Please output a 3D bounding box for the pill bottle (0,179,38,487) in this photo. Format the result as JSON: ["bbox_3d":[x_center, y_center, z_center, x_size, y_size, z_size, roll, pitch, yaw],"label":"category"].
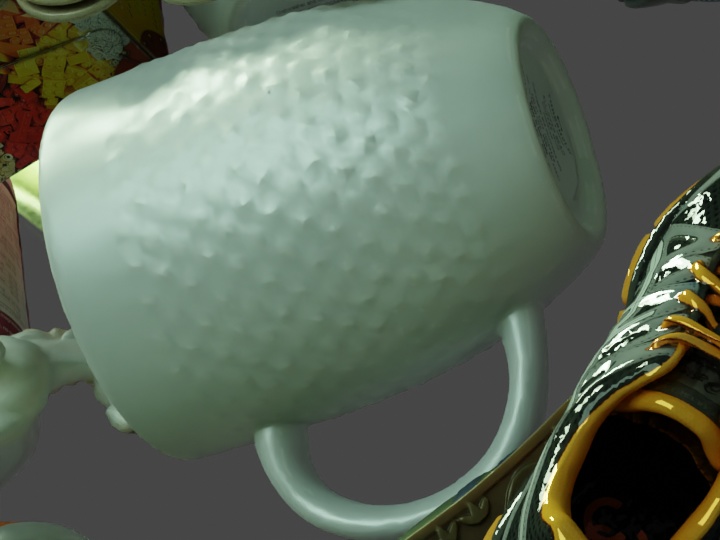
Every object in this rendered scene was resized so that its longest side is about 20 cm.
[{"bbox_3d":[-0.206,0.002,1.049,0.110,0.110,0.200,-33,45,20],"label":"pill bottle"}]

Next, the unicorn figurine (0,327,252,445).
[{"bbox_3d":[-0.158,0.060,0.901,0.200,0.074,0.137,-8,9,12],"label":"unicorn figurine"}]

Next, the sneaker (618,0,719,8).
[{"bbox_3d":[0.131,-0.179,0.929,0.082,0.073,0.200,2,55,-8],"label":"sneaker"}]

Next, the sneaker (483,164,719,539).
[{"bbox_3d":[0.107,0.036,0.721,0.078,0.077,0.200,29,69,6],"label":"sneaker"}]

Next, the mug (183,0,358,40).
[{"bbox_3d":[0.004,-0.174,0.993,0.200,0.148,0.175,-7,55,0],"label":"mug"}]

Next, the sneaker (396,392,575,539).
[{"bbox_3d":[0.069,0.086,0.791,0.200,0.090,0.067,-31,81,-13],"label":"sneaker"}]

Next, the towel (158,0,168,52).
[{"bbox_3d":[-0.116,-0.115,1.069,0.145,0.022,0.200,111,157,-45],"label":"towel"}]

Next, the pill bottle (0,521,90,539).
[{"bbox_3d":[-0.193,0.157,0.940,0.200,0.110,0.110,-7,58,38],"label":"pill bottle"}]

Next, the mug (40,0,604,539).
[{"bbox_3d":[0.000,0.000,0.862,0.175,0.148,0.200,-19,77,19],"label":"mug"}]

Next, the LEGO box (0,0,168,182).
[{"bbox_3d":[-0.171,-0.132,0.994,0.149,0.077,0.200,-29,46,18],"label":"LEGO box"}]

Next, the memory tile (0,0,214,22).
[{"bbox_3d":[-0.075,-0.154,0.893,0.200,0.017,0.153,-4,51,14],"label":"memory tile"}]
